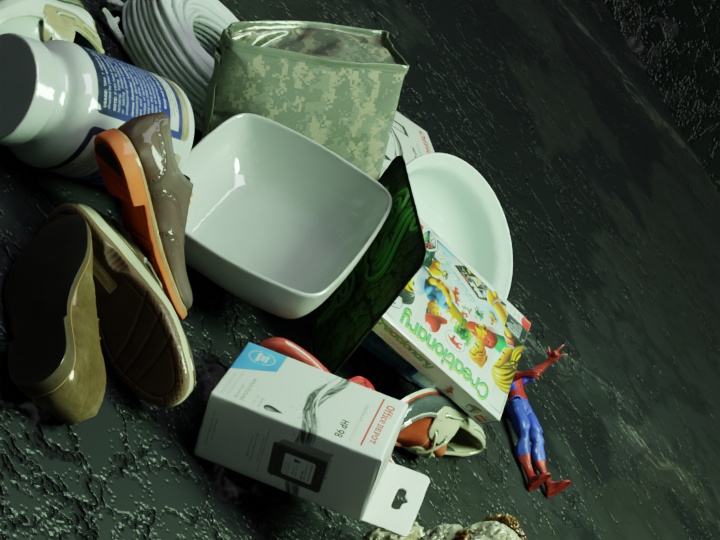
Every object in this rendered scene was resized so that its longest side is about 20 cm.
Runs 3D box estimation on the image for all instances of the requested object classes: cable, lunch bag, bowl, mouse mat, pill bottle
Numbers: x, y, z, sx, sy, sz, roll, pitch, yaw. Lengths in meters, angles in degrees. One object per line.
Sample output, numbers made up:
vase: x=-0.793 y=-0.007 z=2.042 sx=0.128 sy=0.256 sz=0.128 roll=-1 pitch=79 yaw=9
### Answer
cable: x=-0.176 y=-0.239 z=1.791 sx=0.201 sy=0.069 sz=0.200 roll=55 pitch=24 yaw=6
lunch bag: x=-0.071 y=-0.171 z=1.696 sx=0.198 sy=0.166 sz=0.118 roll=3 pitch=30 yaw=-20
bowl: x=-0.091 y=-0.045 z=1.580 sx=0.199 sy=0.075 sz=0.200 roll=31 pitch=45 yaw=8
mouse mat: x=0.000 y=0.000 z=1.626 sx=0.007 sy=0.200 sz=0.162 roll=21 pitch=36 yaw=-28
bowl: x=0.069 y=-0.021 z=1.762 sx=0.200 sy=0.090 sz=0.204 roll=13 pitch=71 yaw=-41
pill bottle: x=-0.253 y=-0.142 z=1.460 sx=0.199 sy=0.115 sz=0.117 roll=16 pitch=42 yaw=-54

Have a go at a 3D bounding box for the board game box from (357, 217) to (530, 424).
board game box: x=0.090 y=0.052 z=1.678 sx=0.200 sy=0.034 sz=0.127 roll=41 pitch=54 yaw=-29

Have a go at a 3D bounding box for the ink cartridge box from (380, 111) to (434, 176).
ink cartridge box: x=0.011 y=-0.140 z=1.977 sx=0.199 sy=0.084 sz=0.147 roll=28 pitch=33 yaw=-42

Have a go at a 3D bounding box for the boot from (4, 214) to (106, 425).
boot: x=-0.241 y=0.040 z=1.313 sx=0.201 sy=0.073 sz=0.076 roll=-95 pitch=159 yaw=-45

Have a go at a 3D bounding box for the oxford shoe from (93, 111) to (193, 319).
oxford shoe: x=-0.172 y=-0.045 z=1.432 sx=0.071 sy=0.072 sz=0.202 roll=33 pitch=-35 yaw=43

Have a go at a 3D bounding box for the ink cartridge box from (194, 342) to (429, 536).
ink cartridge box: x=-0.031 y=0.145 z=1.414 sx=0.198 sy=0.067 sz=0.116 roll=21 pitch=24 yaw=6

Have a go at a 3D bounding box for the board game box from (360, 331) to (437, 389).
board game box: x=0.019 y=0.016 z=1.826 sx=0.199 sy=0.043 sz=0.200 roll=37 pitch=30 yaw=-32

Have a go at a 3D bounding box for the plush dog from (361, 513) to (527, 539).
plush dog: x=0.070 y=0.280 z=1.392 sx=0.161 sy=0.171 sz=0.200 roll=55 pitch=23 yaw=7

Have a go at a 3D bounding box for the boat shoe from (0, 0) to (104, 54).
boat shoe: x=-0.304 y=-0.225 z=1.534 sx=0.069 sy=0.075 sz=0.200 roll=48 pitch=22 yaw=6

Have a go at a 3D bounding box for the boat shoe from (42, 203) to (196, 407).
boat shoe: x=-0.193 y=0.026 z=1.394 sx=0.203 sy=0.074 sz=0.075 roll=59 pitch=19 yaw=14

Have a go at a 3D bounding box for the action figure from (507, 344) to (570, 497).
action figure: x=0.212 y=0.157 z=1.924 sx=0.065 sy=0.099 sz=0.201 roll=27 pitch=32 yaw=-46

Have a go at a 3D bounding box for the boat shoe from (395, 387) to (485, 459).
boat shoe: x=0.075 y=0.166 z=1.695 sx=0.199 sy=0.071 sz=0.063 roll=9 pitch=51 yaw=-63

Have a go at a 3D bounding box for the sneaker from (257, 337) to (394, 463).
sneaker: x=-0.040 y=0.123 z=1.556 sx=0.201 sy=0.078 sz=0.116 roll=55 pitch=12 yaw=-25
